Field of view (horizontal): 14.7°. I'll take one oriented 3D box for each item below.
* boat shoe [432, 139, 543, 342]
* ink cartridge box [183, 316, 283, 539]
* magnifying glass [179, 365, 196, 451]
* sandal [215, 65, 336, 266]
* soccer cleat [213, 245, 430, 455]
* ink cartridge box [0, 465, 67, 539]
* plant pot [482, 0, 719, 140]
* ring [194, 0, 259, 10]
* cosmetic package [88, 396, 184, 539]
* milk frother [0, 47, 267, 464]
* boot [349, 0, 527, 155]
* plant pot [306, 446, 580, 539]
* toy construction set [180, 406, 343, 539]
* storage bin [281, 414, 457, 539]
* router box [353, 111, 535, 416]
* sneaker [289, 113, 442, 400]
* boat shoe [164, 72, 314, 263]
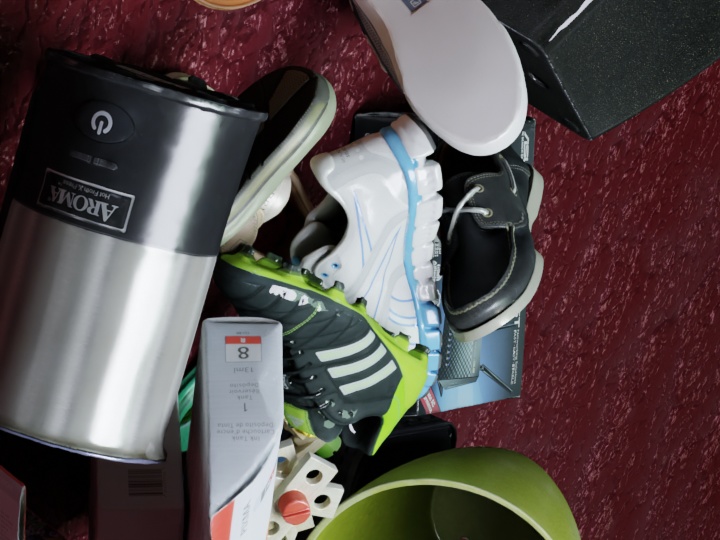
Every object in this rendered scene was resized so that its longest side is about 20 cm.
[{"bbox_3d":[0.069,-0.024,1.718,0.068,0.072,0.200,51,23,-24],"label":"boat shoe"},{"bbox_3d":[-0.063,0.149,1.441,0.162,0.050,0.200,100,-13,-47],"label":"ink cartridge box"},{"bbox_3d":[-0.053,0.035,1.723,0.200,0.080,0.022,-45,108,-12],"label":"magnifying glass"},{"bbox_3d":[-0.082,-0.029,1.566,0.201,0.080,0.057,-40,135,14],"label":"sandal"},{"bbox_3d":[-0.026,0.049,1.590,0.200,0.067,0.081,36,79,-53],"label":"soccer cleat"},{"bbox_3d":[-0.198,0.168,1.542,0.050,0.109,0.200,-22,130,-36],"label":"ink cartridge box"},{"bbox_3d":[0.138,-0.206,1.795,0.177,0.200,0.200,-52,151,-8],"label":"plant pot"},{"bbox_3d":[-0.058,-0.246,1.588,0.200,0.019,0.201,-41,142,-42],"label":"ring"},{"bbox_3d":[-0.129,0.137,1.591,0.200,0.052,0.151,-100,-170,-58],"label":"cosmetic package"},{"bbox_3d":[-0.128,-0.014,1.463,0.200,0.180,0.188,9,100,-56],"label":"milk frother"},{"bbox_3d":[0.048,-0.134,1.683,0.073,0.200,0.090,-29,149,1],"label":"boot"},{"bbox_3d":[0.067,0.189,1.791,0.200,0.187,0.187,-50,155,-70],"label":"plant pot"},{"bbox_3d":[-0.058,0.128,1.710,0.131,0.200,0.092,-36,108,6],"label":"toy construction set"},{"bbox_3d":[-0.026,0.182,1.884,0.135,0.094,0.200,-4,113,-60],"label":"storage bin"},{"bbox_3d":[0.054,-0.007,1.869,0.150,0.062,0.200,-7,102,-60],"label":"router box"},{"bbox_3d":[0.000,0.000,1.681,0.087,0.075,0.200,-14,125,-15],"label":"sneaker"},{"bbox_3d":[-0.070,-0.053,1.654,0.074,0.069,0.200,-62,152,-10],"label":"boat shoe"}]
